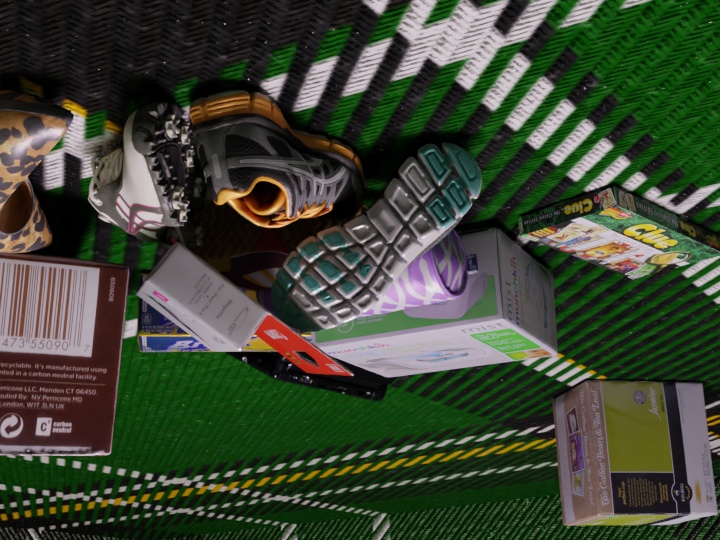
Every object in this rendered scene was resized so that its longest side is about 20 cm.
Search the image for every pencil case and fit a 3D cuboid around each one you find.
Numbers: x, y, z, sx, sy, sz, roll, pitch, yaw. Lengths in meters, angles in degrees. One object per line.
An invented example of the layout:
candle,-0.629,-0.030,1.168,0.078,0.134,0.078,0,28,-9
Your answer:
pencil case,0.000,0.000,1.079,0.200,0.086,0.084,-12,166,25

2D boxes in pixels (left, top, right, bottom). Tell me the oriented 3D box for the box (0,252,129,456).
box,-0.315,0.067,1.034,0.166,0.164,0.200,6,177,-28

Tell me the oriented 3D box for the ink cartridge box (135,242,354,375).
ink cartridge box,-0.105,0.051,0.998,0.174,0.044,0.200,39,169,-8

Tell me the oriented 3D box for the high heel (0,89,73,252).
high heel,-0.241,-0.063,0.879,0.143,0.071,0.200,-5,155,16

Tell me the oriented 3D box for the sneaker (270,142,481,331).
sneaker,0.018,-0.019,0.951,0.200,0.078,0.091,-36,172,7

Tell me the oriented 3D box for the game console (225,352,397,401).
game console,-0.037,0.084,1.433,0.176,0.116,0.200,22,-178,43

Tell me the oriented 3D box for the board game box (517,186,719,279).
board game box,0.250,-0.032,1.116,0.105,0.023,0.200,-21,154,39

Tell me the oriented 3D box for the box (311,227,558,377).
box,0.076,0.036,1.184,0.200,0.097,0.176,-10,163,23

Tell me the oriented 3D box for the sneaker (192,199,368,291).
sneaker,-0.063,-0.020,1.039,0.200,0.075,0.090,5,161,5

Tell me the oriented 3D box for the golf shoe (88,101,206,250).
golf shoe,-0.167,-0.065,0.887,0.088,0.077,0.200,6,161,-1

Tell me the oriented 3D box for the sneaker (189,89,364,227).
sneaker,-0.061,-0.066,0.889,0.078,0.077,0.200,-15,160,28

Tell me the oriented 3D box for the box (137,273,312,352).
box,-0.128,0.044,1.217,0.200,0.070,0.064,0,161,-9

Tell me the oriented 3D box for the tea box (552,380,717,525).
tea box,0.409,0.277,1.777,0.197,0.200,0.134,4,161,-14
